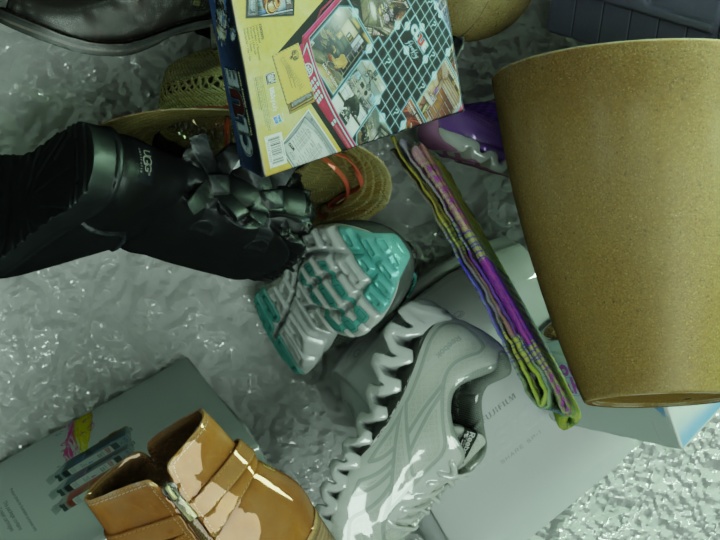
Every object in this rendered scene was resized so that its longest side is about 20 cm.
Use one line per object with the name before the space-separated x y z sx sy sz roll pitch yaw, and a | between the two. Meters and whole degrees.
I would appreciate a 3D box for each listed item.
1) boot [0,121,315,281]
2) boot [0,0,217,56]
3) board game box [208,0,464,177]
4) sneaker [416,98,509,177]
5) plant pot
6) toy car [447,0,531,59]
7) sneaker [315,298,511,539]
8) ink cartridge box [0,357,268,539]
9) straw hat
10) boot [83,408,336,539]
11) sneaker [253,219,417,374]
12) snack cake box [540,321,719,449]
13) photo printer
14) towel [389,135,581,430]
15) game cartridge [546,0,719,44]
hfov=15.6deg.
boot | -0.136 -0.029 1.580 0.162 0.198 0.074 13 67 -35
boot | -0.120 -0.220 1.564 0.199 0.069 0.175 -5 108 -24
board game box | -0.020 -0.168 1.483 0.135 0.035 0.201 -19 113 -23
sneaker | 0.130 -0.098 1.717 0.200 0.080 0.089 8 99 -26
plant pot | 0.175 -0.022 1.577 0.186 0.186 0.201 3 81 -24
toy car | 0.053 -0.197 1.597 0.157 0.164 0.200 11 120 -27
sneaker | 0.030 0.122 1.638 0.075 0.081 0.201 14 97 -66
ink cartridge box | -0.144 0.182 1.677 0.200 0.145 0.146 -29 121 -9
straw hat | -0.078 -0.092 1.616 0.201 0.201 0.085 17 63 -29
boot | -0.117 0.189 1.573 0.200 0.074 0.155 -44 117 -6
sneaker | 0.000 0.000 1.654 0.091 0.200 0.078 -30 89 -23
snack cake box | 0.217 0.025 1.741 0.200 0.115 0.067 -43 126 -31
photo printer | 0.080 0.087 1.771 0.166 0.069 0.200 -37 122 -13
towel | 0.080 0.008 1.644 0.023 0.144 0.200 -30 80 5
game cartridge | 0.184 -0.231 1.649 0.038 0.129 0.201 -25 127 -54
